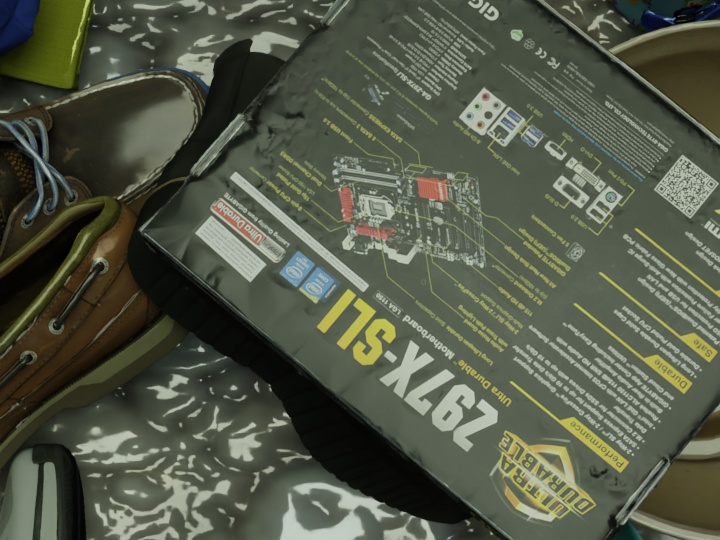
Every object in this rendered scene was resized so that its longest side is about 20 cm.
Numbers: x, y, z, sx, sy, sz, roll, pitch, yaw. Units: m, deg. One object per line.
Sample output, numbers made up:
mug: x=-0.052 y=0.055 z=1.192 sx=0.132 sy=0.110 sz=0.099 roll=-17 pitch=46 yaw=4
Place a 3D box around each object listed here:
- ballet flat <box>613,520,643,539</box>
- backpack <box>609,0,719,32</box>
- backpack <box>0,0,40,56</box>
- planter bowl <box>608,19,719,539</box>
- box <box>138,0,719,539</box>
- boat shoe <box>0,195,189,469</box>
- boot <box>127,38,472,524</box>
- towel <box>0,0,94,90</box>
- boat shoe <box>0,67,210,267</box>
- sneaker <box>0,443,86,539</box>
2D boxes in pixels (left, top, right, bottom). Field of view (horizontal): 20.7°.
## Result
ballet flat: x=0.111 y=0.157 z=0.809 sx=0.070 sy=0.067 sz=0.200 roll=-42 pitch=80 yaw=11
backpack: x=0.134 y=-0.211 z=0.810 sx=0.135 sy=0.200 sz=0.183 roll=-41 pitch=83 yaw=-8
backpack: x=-0.241 y=-0.145 z=0.814 sx=0.168 sy=0.163 sz=0.200 roll=-33 pitch=71 yaw=-8
planter bowl: x=0.143 y=0.015 z=0.799 sx=0.200 sy=0.135 sz=0.201 roll=0 pitch=79 yaw=1
box: x=0.047 y=-0.009 z=0.712 sx=0.200 sy=0.049 sz=0.160 roll=39 pitch=84 yaw=7
boat shoe: x=-0.165 y=0.043 z=0.799 sx=0.200 sy=0.068 sz=0.072 roll=-39 pitch=40 yaw=-8
boot: x=0.000 y=0.000 z=0.834 sx=0.077 sy=0.138 sz=0.200 roll=-27 pitch=119 yaw=29
towel: x=-0.141 y=-0.185 z=0.866 sx=0.086 sy=0.018 sz=0.200 roll=14 pitch=94 yaw=15
boat shoe: x=-0.147 y=-0.028 z=0.833 sx=0.200 sy=0.072 sz=0.072 roll=-32 pitch=81 yaw=-7
sneaker: x=-0.177 y=0.163 z=0.794 sx=0.115 sy=0.076 sz=0.201 roll=9 pitch=81 yaw=-1
